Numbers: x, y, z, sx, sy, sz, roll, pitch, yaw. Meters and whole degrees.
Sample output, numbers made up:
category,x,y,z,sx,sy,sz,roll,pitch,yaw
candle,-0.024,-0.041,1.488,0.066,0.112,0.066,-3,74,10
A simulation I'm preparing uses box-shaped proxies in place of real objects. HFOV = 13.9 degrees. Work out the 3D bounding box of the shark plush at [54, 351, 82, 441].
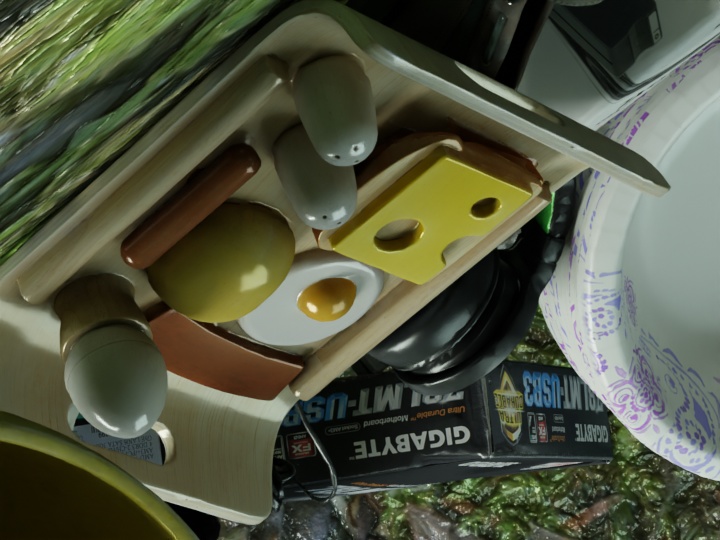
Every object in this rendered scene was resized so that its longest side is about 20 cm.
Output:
category,x,y,z,sx,sy,sz,roll,pitch,yaw
shark plush,-0.125,0.047,0.977,0.200,0.091,0.083,-34,149,6

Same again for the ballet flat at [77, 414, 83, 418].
category,x,y,z,sx,sy,sz,roll,pitch,yaw
ballet flat,-0.126,0.067,1.486,0.200,0.069,0.063,-37,-168,-2

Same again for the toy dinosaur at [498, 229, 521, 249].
category,x,y,z,sx,sy,sz,roll,pitch,yaw
toy dinosaur,0.001,-0.019,1.187,0.200,0.102,0.077,-39,178,-16

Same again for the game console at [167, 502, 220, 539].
category,x,y,z,sx,sy,sz,roll,pitch,yaw
game console,-0.186,0.137,1.158,0.176,0.117,0.200,-40,177,40

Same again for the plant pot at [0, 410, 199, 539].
category,x,y,z,sx,sy,sz,roll,pitch,yaw
plant pot,-0.143,0.117,0.853,0.200,0.200,0.142,-38,-157,-6

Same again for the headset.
category,x,y,z,sx,sy,sz,roll,pitch,yaw
headset,0.000,0.000,1.126,0.201,0.123,0.094,-65,-155,17

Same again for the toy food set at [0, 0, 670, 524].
category,x,y,z,sx,sy,sz,roll,pitch,yaw
toy food set,-0.017,0.006,0.935,0.143,0.061,0.200,21,130,-43

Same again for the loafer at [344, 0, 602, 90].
category,x,y,z,sx,sy,sz,roll,pitch,yaw
loafer,0.059,-0.101,0.892,0.072,0.063,0.200,-37,178,-27

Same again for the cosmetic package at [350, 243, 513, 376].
category,x,y,z,sx,sy,sz,roll,pitch,yaw
cosmetic package,0.048,-0.051,1.288,0.200,0.107,0.090,-37,178,-3

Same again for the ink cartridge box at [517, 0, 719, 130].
category,x,y,z,sx,sy,sz,roll,pitch,yaw
ink cartridge box,0.115,-0.129,0.991,0.144,0.084,0.200,-37,178,-34

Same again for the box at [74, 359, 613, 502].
category,x,y,z,sx,sy,sz,roll,pitch,yaw
box,-0.008,0.075,1.302,0.198,0.050,0.200,-8,175,18

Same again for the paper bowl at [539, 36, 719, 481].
category,x,y,z,sx,sy,sz,roll,pitch,yaw
paper bowl,0.163,-0.024,1.180,0.200,0.201,0.104,-38,-150,0
